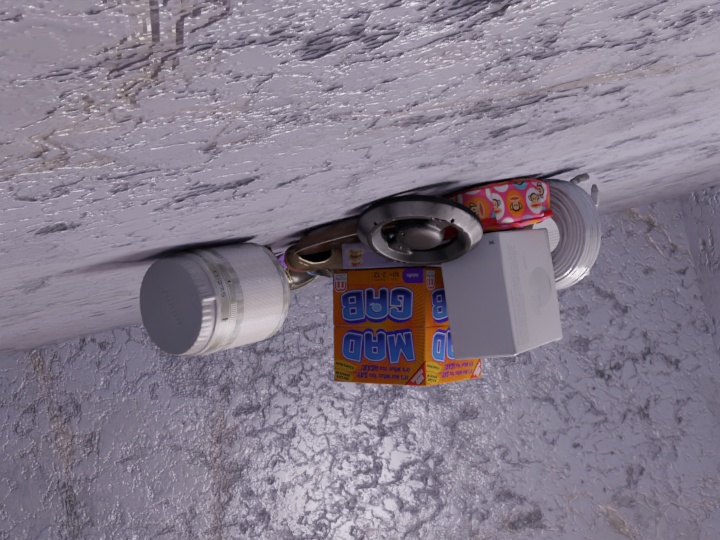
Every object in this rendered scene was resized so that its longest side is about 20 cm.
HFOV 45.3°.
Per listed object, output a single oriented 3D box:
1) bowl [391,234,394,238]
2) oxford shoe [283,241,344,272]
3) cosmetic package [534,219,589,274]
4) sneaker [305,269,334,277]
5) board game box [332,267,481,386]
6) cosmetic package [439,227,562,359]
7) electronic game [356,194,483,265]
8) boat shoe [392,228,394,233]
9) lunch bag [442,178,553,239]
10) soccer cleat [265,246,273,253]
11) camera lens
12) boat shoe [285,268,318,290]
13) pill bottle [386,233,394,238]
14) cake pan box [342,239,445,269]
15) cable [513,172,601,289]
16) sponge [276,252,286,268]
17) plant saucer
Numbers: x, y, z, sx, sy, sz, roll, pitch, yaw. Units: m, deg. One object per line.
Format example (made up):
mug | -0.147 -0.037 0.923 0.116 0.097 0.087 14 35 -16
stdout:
bowl | 0.131 -0.024 1.801 0.199 0.203 0.105 -13 -164 -9
oxford shoe | -0.043 -0.035 1.651 0.198 0.072 0.074 -13 175 -20
cosmetic package | 0.402 -0.060 2.016 0.164 0.202 0.165 -12 177 -24
sneaker | -0.092 -0.014 1.820 0.081 0.074 0.200 -12 177 1
board game box | 0.086 0.099 1.579 0.198 0.202 0.199 -2 177 36
cosmetic package | 0.242 0.037 1.482 0.122 0.202 0.199 -8 179 34
electronic game | 0.092 -0.062 1.348 0.198 0.042 0.200 4 154 2
boat shoe | 0.153 -0.089 1.605 0.198 0.072 0.064 -3 172 -28
lunch bag | 0.214 -0.103 1.501 0.198 0.083 0.176 -9 179 -35
soccer cleat | -0.219 0.015 1.617 0.068 0.086 0.199 -11 176 -44
camera lens | -0.221 0.043 1.345 0.159 0.162 0.199 -15 177 38
boat shoe | -0.189 0.016 1.965 0.199 0.073 0.061 -11 -179 -7
pill bottle | 0.099 -0.034 1.978 0.198 0.112 0.111 -13 178 -4
cake pan box | 0.092 -0.027 1.567 0.198 0.053 0.184 -2 180 24
cable | 0.341 -0.065 1.570 0.199 0.202 0.069 -11 175 42
sponge | -0.238 0.032 1.801 0.199 0.030 0.112 -23 -157 41
plant saucer | -0.023 -0.066 1.515 0.198 0.032 0.200 -13 178 0
